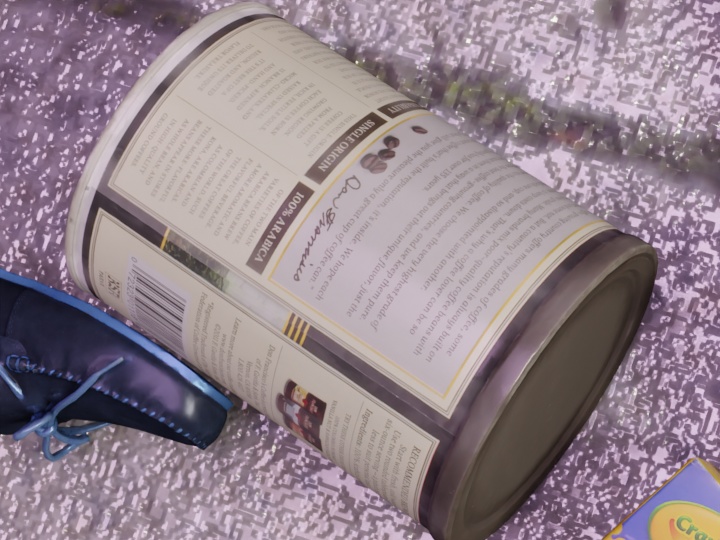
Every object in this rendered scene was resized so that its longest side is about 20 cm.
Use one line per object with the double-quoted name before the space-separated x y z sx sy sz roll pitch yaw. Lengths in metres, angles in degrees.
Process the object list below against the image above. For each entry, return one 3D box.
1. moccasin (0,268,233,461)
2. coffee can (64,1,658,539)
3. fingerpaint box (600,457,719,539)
"moccasin" -0.148 0.046 0.997 0.200 0.080 0.068 20 72 31
"coffee can" 0.000 0.000 0.922 0.200 0.146 0.146 34 90 18
"fingerpaint box" 0.142 0.203 0.885 0.167 0.073 0.200 -43 74 5
